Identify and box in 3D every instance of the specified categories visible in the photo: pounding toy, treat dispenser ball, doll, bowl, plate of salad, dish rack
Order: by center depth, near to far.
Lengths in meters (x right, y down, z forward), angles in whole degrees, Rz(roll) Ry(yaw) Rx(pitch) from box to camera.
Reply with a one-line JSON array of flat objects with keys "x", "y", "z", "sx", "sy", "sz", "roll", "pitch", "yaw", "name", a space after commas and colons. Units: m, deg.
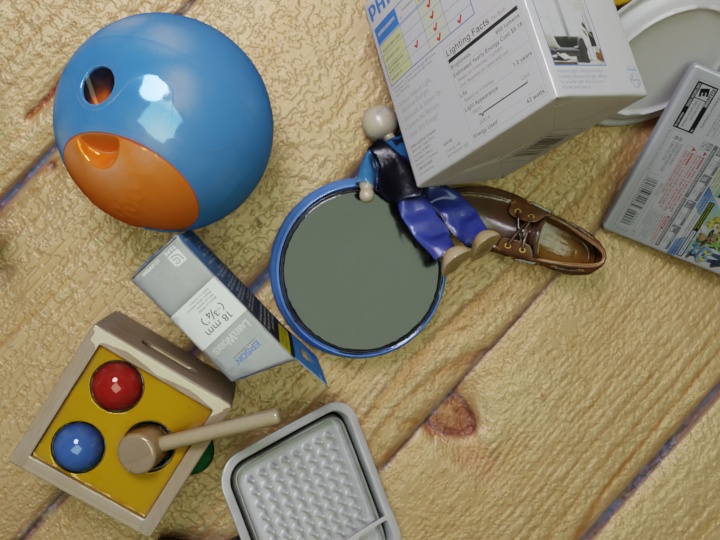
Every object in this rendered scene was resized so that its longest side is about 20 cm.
[{"x": -0.182, "y": -0.137, "z": 0.695, "sx": 0.199, "sy": 0.201, "sz": 0.202, "roll": -1, "pitch": 95, "yaw": -7, "name": "treat dispenser ball"}, {"x": -0.209, "y": 0.154, "z": 0.745, "sx": 0.199, "sy": 0.142, "sz": 0.185, "roll": 32, "pitch": 91, "yaw": -8, "name": "pounding toy"}, {"x": 0.312, "y": -0.231, "z": 0.776, "sx": 0.199, "sy": 0.201, "sz": 0.048, "roll": -12, "pitch": 58, "yaw": -6, "name": "plate of salad"}, {"x": 0.064, "y": -0.095, "z": 0.777, "sx": 0.136, "sy": 0.049, "sz": 0.201, "roll": -26, "pitch": 69, "yaw": -22, "name": "doll"}, {"x": -0.056, "y": 0.260, "z": 0.801, "sx": 0.171, "sy": 0.043, "sz": 0.201, "roll": -23, "pitch": 98, "yaw": -29, "name": "dish rack"}, {"x": 0.000, "y": 0.000, "z": 0.811, "sx": 0.199, "sy": 0.039, "sz": 0.202, "roll": -1, "pitch": 95, "yaw": -7, "name": "bowl"}]

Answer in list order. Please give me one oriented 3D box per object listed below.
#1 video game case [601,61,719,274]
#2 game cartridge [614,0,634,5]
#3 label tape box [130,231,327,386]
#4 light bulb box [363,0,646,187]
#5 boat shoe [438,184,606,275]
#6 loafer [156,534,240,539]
[{"x": 0.394, "y": -0.101, "z": 0.807, "sx": 0.181, "sy": 0.022, "sz": 0.201, "roll": 21, "pitch": 118, "yaw": 0, "name": "video game case"}, {"x": 0.270, "y": -0.336, "z": 0.760, "sx": 0.199, "sy": 0.177, "sz": 0.033, "roll": -18, "pitch": 136, "yaw": -6, "name": "game cartridge"}, {"x": -0.129, "y": 0.053, "z": 0.745, "sx": 0.063, "sy": 0.144, "sz": 0.200, "roll": -43, "pitch": 98, "yaw": -2, "name": "label tape box"}, {"x": 0.125, "y": -0.210, "z": 0.695, "sx": 0.124, "sy": 0.198, "sz": 0.201, "roll": -10, "pitch": 80, "yaw": -34, "name": "light bulb box"}, {"x": 0.180, "y": -0.046, "z": 0.815, "sx": 0.199, "sy": 0.068, "sz": 0.072, "roll": 19, "pitch": 92, "yaw": -8, "name": "boat shoe"}, {"x": -0.200, "y": 0.324, "z": 0.795, "sx": 0.199, "sy": 0.073, "sz": 0.071, "roll": -20, "pitch": 97, "yaw": -6, "name": "loafer"}]
